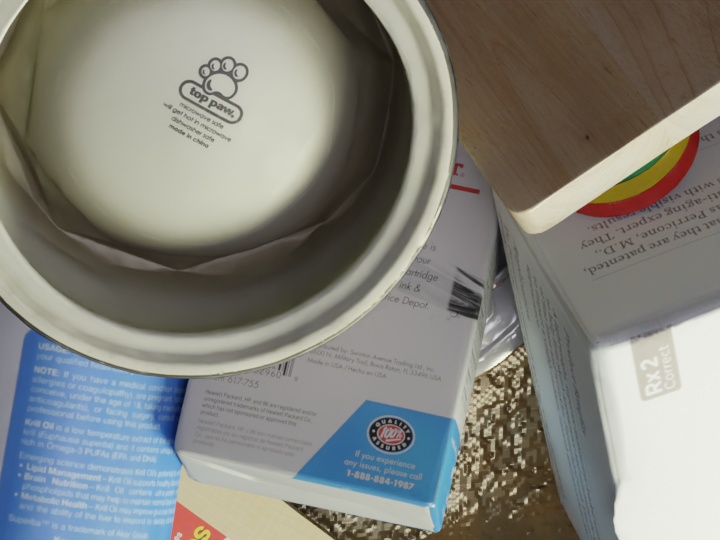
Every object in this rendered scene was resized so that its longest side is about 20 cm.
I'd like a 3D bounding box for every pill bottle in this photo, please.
[{"bbox_3d":[-0.127,0.055,1.219,0.112,0.112,0.201,9,91,-19],"label":"pill bottle"}]

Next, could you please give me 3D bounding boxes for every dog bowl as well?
[{"bbox_3d":[-0.065,-0.063,1.094,0.199,0.074,0.201,-2,113,-4],"label":"dog bowl"}]

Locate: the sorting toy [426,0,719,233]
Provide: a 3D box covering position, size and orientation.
[{"bbox_3d":[0.109,-0.125,1.153,0.198,0.200,0.070,-33,143,1],"label":"sorting toy"}]

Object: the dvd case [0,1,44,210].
[{"bbox_3d":[-0.119,-0.085,1.128,0.199,0.016,0.149,20,111,-13],"label":"dvd case"}]

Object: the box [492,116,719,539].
[{"bbox_3d":[0.179,0.036,1.198,0.199,0.131,0.200,-19,129,-6],"label":"box"}]

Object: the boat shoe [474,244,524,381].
[{"bbox_3d":[0.028,0.016,1.283,0.200,0.071,0.069,-45,114,2],"label":"boat shoe"}]

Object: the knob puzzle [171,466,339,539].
[{"bbox_3d":[-0.102,0.166,1.305,0.218,0.030,0.221,-1,99,-5],"label":"knob puzzle"}]

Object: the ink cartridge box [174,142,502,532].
[{"bbox_3d":[0.000,0.000,1.224,0.115,0.068,0.201,12,76,7],"label":"ink cartridge box"}]
